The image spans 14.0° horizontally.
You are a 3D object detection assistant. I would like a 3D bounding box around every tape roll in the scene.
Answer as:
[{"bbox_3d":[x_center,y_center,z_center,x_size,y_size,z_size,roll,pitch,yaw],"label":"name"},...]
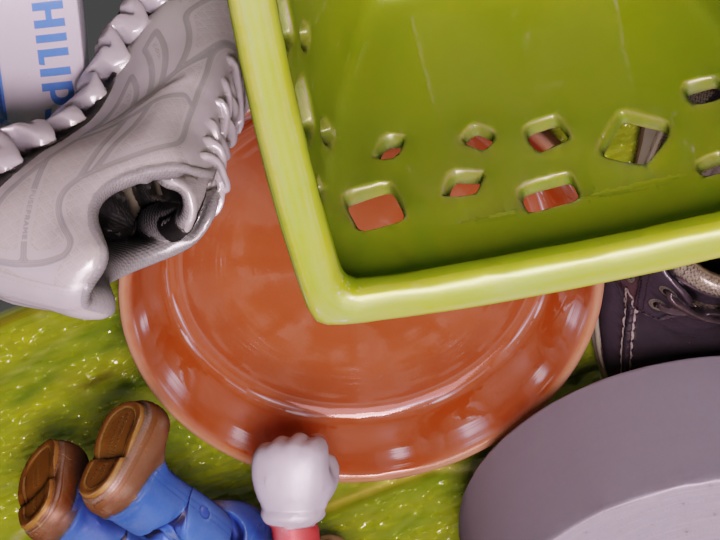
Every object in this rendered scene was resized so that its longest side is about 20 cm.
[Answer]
[{"bbox_3d":[0.144,0.124,1.254,0.200,0.066,0.200,-4,140,-4],"label":"tape roll"}]

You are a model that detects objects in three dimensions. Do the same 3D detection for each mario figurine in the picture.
[{"bbox_3d":[-0.048,0.120,1.252,0.200,0.123,0.106,40,80,-29],"label":"mario figurine"}]

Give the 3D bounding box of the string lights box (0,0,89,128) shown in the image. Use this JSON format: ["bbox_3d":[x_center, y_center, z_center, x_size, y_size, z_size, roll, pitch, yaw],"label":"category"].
[{"bbox_3d":[-0.204,-0.078,1.114,0.200,0.059,0.103,-6,123,-3],"label":"string lights box"}]

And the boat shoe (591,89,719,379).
[{"bbox_3d":[0.140,-0.010,1.193,0.072,0.065,0.200,5,124,-11],"label":"boat shoe"}]

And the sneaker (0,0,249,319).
[{"bbox_3d":[-0.075,-0.046,1.078,0.081,0.200,0.075,16,135,30],"label":"sneaker"}]

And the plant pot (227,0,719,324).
[{"bbox_3d":[0.053,-0.123,1.038,0.199,0.182,0.200,-10,124,1],"label":"plant pot"}]

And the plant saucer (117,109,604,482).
[{"bbox_3d":[0.000,0.000,1.206,0.200,0.032,0.200,-3,123,-4],"label":"plant saucer"}]
